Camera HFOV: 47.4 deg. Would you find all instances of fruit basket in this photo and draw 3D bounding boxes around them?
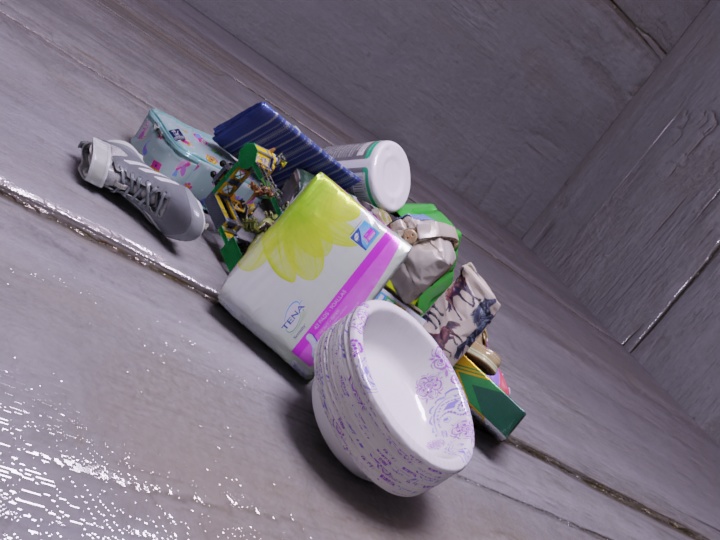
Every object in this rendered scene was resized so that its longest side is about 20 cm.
[{"bbox_3d":[0.061,0.007,1.366,0.214,0.217,0.156,22,21,-48],"label":"fruit basket"}]

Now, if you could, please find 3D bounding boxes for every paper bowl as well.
[{"bbox_3d":[0.025,0.143,0.881,0.200,0.104,0.203,41,29,-28],"label":"paper bowl"}]

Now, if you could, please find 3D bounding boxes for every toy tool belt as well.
[{"bbox_3d":[0.069,-0.036,1.138,0.123,0.125,0.200,49,8,5],"label":"toy tool belt"}]

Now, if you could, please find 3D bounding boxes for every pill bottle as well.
[{"bbox_3d":[-0.026,-0.148,1.345,0.197,0.116,0.112,1,-10,36],"label":"pill bottle"}]

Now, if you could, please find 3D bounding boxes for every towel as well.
[{"bbox_3d":[-0.113,-0.172,1.232,0.199,0.143,0.024,35,58,-31],"label":"towel"}]

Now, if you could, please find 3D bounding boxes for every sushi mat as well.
[{"bbox_3d":[0.000,0.000,1.157,0.199,0.012,0.095,37,-3,-25],"label":"sushi mat"}]

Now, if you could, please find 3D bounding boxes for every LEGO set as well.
[{"bbox_3d":[-0.121,-0.065,1.126,0.115,0.154,0.201,19,27,-51],"label":"LEGO set"}]

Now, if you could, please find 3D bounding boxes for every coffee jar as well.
[{"bbox_3d":[-0.026,-0.071,1.232,0.197,0.086,0.105,25,16,-18],"label":"coffee jar"}]

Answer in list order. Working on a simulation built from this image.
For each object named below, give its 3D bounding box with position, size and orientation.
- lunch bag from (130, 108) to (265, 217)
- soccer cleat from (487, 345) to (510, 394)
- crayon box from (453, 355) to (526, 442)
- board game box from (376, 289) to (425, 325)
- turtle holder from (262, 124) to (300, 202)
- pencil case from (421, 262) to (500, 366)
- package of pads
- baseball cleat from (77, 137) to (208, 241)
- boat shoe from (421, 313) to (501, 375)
[{"bbox_3d":[-0.247,-0.163,1.248,0.198,0.077,0.161,26,20,-46],"label":"lunch bag"},{"bbox_3d":[0.178,0.137,1.357,0.076,0.067,0.203,-5,63,-48],"label":"soccer cleat"},{"bbox_3d":[0.154,0.166,1.226,0.199,0.052,0.126,42,-6,13],"label":"crayon box"},{"bbox_3d":[-0.004,0.027,1.158,0.134,0.035,0.199,36,-3,-24],"label":"board game box"},{"bbox_3d":[-0.134,-0.182,1.458,0.185,0.142,0.131,42,13,33],"label":"turtle holder"},{"bbox_3d":[0.110,0.086,1.136,0.078,0.201,0.089,35,7,-47],"label":"pencil case"},{"bbox_3d":[-0.056,0.004,0.975,0.154,0.201,0.068,38,-14,4],"label":"package of pads"},{"bbox_3d":[-0.281,-0.099,1.019,0.199,0.071,0.106,35,18,27],"label":"baseball cleat"},{"bbox_3d":[0.160,0.098,1.286,0.074,0.067,0.199,48,-7,-34],"label":"boat shoe"}]
